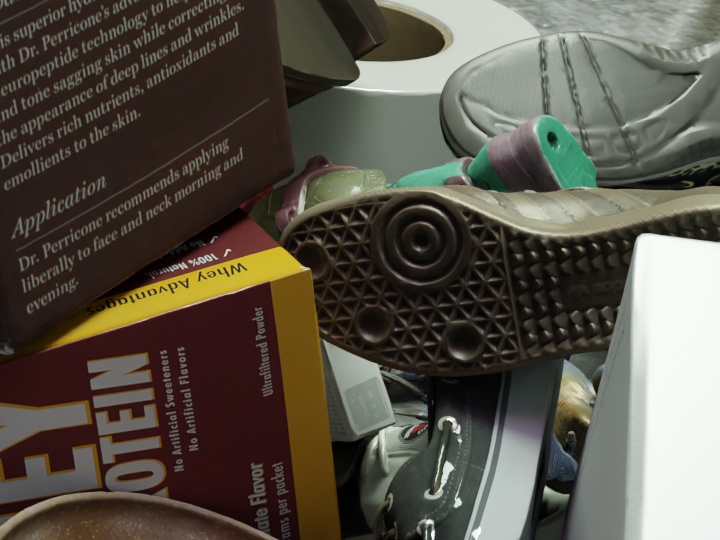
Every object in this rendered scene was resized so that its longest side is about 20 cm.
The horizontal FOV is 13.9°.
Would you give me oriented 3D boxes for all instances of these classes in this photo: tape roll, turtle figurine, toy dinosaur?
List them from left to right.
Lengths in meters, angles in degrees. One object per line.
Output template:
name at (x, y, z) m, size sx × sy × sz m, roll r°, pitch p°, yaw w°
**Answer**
tape roll at (-0.015, -0.060, 1.473) m, size 0.202 × 0.140 × 0.203 m, roll 7°, pitch 23°, yaw -3°
turtle figurine at (0.000, 0.000, 1.259) m, size 0.200 × 0.101 × 0.150 m, roll -21°, pitch 38°, yaw 39°
toy dinosaur at (0.074, 0.069, 1.320) m, size 0.105 × 0.200 × 0.181 m, roll -33°, pitch 5°, yaw -6°

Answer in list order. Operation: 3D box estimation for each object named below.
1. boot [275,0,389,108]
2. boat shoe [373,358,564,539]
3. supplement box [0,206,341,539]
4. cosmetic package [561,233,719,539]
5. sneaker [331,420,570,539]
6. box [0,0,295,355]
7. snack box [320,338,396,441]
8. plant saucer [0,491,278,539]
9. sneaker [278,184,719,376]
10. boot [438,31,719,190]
boot at (-0.092, -0.058, 1.284) m, size 0.200 × 0.064 × 0.186 m, roll -32°, pitch -6°, yaw 16°
boat shoe at (0.036, 0.091, 1.090) m, size 0.056 × 0.069 × 0.200 m, roll 8°, pitch 42°, yaw 8°
supplement box at (-0.140, 0.044, 1.141) m, size 0.197 × 0.133 × 0.200 m, roll -17°, pitch 30°, yaw -20°
cosmetic package at (0.176, 0.110, 1.026) m, size 0.199 × 0.165 × 0.165 m, roll 8°, pitch 49°, yaw -1°
sneaker at (0.015, 0.089, 1.195) m, size 0.199 × 0.089 × 0.074 m, roll 15°, pitch 25°, yaw 22°
box at (-0.143, -0.106, 1.067) m, size 0.164 × 0.201 × 0.166 m, roll 16°, pitch 35°, yaw 36°
snack box at (-0.050, 0.031, 1.236) m, size 0.024 × 0.072 × 0.200 m, roll -23°, pitch 10°, yaw -25°
plant saucer at (-0.049, 0.157, 1.007) m, size 0.200 × 0.037 × 0.201 m, roll 25°, pitch 27°, yaw -14°
sneaker at (0.071, 0.002, 1.112) m, size 0.199 × 0.071 × 0.076 m, roll 2°, pitch 5°, yaw 13°
boot at (0.118, -0.058, 1.393) m, size 0.199 × 0.073 × 0.151 m, roll -9°, pitch -15°, yaw -17°
